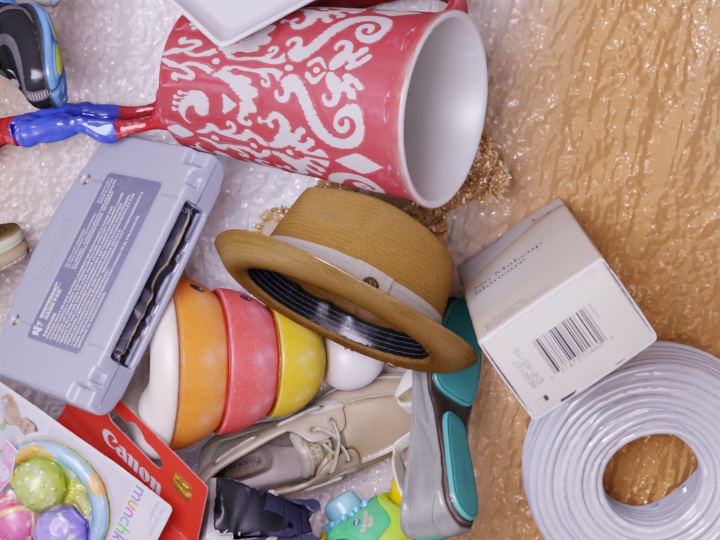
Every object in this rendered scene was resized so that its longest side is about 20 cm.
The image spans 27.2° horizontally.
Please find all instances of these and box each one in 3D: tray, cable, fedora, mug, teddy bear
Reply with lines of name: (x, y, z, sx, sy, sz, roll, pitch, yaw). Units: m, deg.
tray: (-0.047, -0.218, 1.028, 0.200, 0.107, 0.022, -33, 148, -24)
cable: (0.227, 0.153, 1.171, 0.200, 0.069, 0.200, 11, 104, -3)
fedora: (0.000, 0.000, 1.039, 0.200, 0.201, 0.082, 27, 75, -7)
mug: (-0.019, -0.132, 1.053, 0.200, 0.178, 0.134, 10, 119, 26)
teddy bear: (0.014, -0.050, 1.126, 0.145, 0.067, 0.200, 37, 105, 4)

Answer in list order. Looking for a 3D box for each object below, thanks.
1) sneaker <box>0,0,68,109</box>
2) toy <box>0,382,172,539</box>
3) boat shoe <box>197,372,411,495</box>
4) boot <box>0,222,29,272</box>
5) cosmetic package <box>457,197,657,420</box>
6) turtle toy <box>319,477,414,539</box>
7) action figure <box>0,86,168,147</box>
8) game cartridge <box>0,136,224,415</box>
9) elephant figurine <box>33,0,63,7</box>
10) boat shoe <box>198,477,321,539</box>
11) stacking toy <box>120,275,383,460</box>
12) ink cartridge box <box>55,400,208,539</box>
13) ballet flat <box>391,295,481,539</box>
sneaker: (-0.269, -0.161, 1.033, 0.083, 0.200, 0.071, -31, 141, -30)
toy: (-0.243, 0.162, 1.075, 0.200, 0.047, 0.115, 35, 118, 15)
boat shoe: (-0.034, 0.138, 1.166, 0.200, 0.065, 0.072, -18, 104, 4)
boot: (-0.306, 0.067, 1.142, 0.200, 0.072, 0.155, -30, 102, 12)
cosmetic package: (0.135, 0.022, 1.070, 0.103, 0.200, 0.073, -35, 103, 7)
turtle toy: (0.005, 0.249, 1.132, 0.101, 0.200, 0.146, 4, 124, 2)
action figure: (-0.245, -0.130, 1.095, 0.200, 0.065, 0.099, -15, 113, 3)
game cartridge: (-0.187, -0.002, 1.079, 0.041, 0.133, 0.200, 38, 72, -48)
elephant figurine: (-0.174, -0.286, 1.039, 0.200, 0.155, 0.142, -33, 63, -8)
boat shoe: (-0.099, 0.227, 1.153, 0.093, 0.075, 0.200, 13, 146, -17)
stacking toy: (-0.079, 0.068, 1.137, 0.200, 0.146, 0.146, 0, 105, -21)
ink cartridge box: (-0.193, 0.184, 1.108, 0.160, 0.047, 0.200, 40, 136, 25)
ballet flat: (0.052, 0.108, 1.117, 0.064, 0.200, 0.067, -21, 138, 30)
